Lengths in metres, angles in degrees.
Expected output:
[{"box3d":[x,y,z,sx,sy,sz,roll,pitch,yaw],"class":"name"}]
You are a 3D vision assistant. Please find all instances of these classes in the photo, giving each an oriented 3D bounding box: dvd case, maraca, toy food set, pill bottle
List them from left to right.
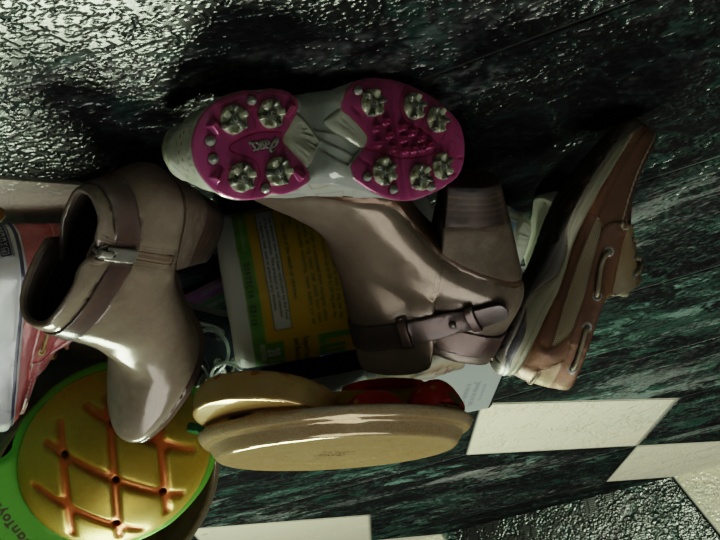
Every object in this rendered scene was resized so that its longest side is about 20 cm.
[{"box3d":[-0.198,0.148,1.168,0.200,0.137,0.107,-35,-166,0],"class":"maraca"},{"box3d":[-0.022,0.106,1.111,0.199,0.049,0.198,-3,166,-7],"class":"toy food set"},{"box3d":[0.000,0.000,1.145,0.199,0.112,0.111,-10,164,-4],"class":"pill bottle"},{"box3d":[0.017,0.091,1.220,0.199,0.018,0.143,-10,155,-11],"class":"dvd case"}]

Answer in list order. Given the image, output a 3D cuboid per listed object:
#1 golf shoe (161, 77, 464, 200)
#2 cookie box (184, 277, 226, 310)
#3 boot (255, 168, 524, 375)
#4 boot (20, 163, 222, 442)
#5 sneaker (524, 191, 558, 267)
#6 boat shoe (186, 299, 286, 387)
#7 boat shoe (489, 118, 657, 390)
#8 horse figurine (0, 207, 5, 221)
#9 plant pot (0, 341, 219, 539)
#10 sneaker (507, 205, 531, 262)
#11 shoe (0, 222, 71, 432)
[{"box3d":[-0.029,-0.078,0.970,0.199,0.076,0.091,0,-179,-34],"class":"golf shoe"},{"box3d":[-0.035,0.044,1.334,0.171,0.076,0.199,-23,160,36],"class":"cookie box"},{"box3d":[0.011,0.000,1.056,0.199,0.070,0.147,6,120,2],"class":"boot"},{"box3d":[-0.161,0.025,1.025,0.070,0.201,0.146,23,-167,27],"class":"boot"},{"box3d":[0.181,-0.023,1.261,0.084,0.075,0.200,-9,173,-2],"class":"sneaker"},{"box3d":[-0.124,0.059,1.208,0.199,0.062,0.075,24,131,-9],"class":"boat shoe"},{"box3d":[0.160,-0.009,1.113,0.071,0.201,0.076,26,-174,-6],"class":"boat shoe"},{"box3d":[-0.257,0.021,0.963,0.050,0.201,0.132,21,144,-22],"class":"horse figurine"},{"box3d":[-0.240,0.142,1.310,0.199,0.201,0.173,-1,-160,-30],"class":"plant pot"},{"box3d":[0.085,0.022,1.273,0.072,0.072,0.201,17,133,7],"class":"sneaker"},{"box3d":[-0.224,0.041,1.135,0.090,0.072,0.201,-8,140,-24],"class":"shoe"}]
